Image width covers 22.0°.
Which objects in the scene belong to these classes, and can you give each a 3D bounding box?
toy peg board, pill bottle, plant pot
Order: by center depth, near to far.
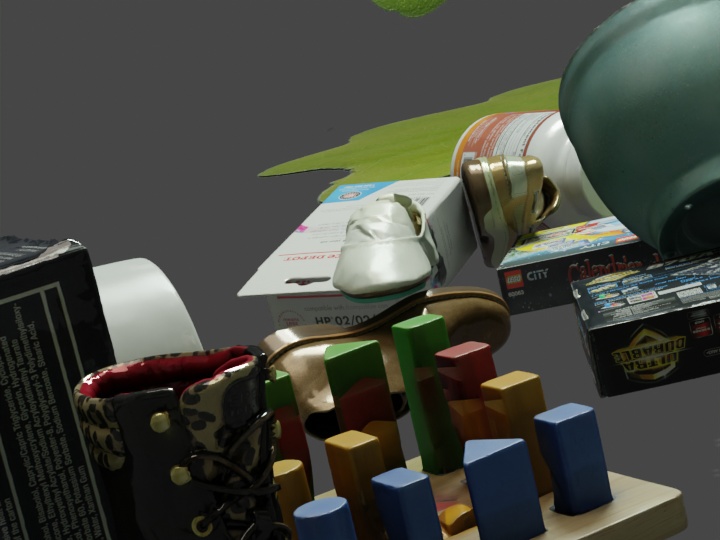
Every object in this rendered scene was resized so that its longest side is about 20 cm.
[{"bbox_3d":[0.011,0.094,0.880,0.199,0.099,0.199,-19,10,-25],"label":"toy peg board"},{"bbox_3d":[0.243,-0.080,1.247,0.198,0.135,0.201,-6,-36,-5],"label":"plant pot"},{"bbox_3d":[0.174,-0.087,1.652,0.111,0.113,0.200,-18,11,-26],"label":"pill bottle"}]

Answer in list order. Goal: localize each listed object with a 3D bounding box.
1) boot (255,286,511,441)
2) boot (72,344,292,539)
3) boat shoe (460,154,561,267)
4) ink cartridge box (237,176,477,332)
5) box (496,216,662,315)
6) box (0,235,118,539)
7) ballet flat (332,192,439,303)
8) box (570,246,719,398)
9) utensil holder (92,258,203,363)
[{"bbox_3d":[0.028,0.065,1.192,0.199,0.074,0.075,-15,38,-33],"label":"boot"},{"bbox_3d":[-0.036,0.109,0.694,0.073,0.152,0.199,-20,11,-34],"label":"boot"},{"bbox_3d":[0.129,-0.050,1.523,0.075,0.072,0.200,-17,-10,2],"label":"boat shoe"},{"bbox_3d":[0.000,0.000,1.445,0.114,0.068,0.200,-3,25,28],"label":"ink cartridge box"},{"bbox_3d":[0.210,-0.016,1.408,0.198,0.038,0.137,-12,10,14],"label":"box"},{"bbox_3d":[-0.202,0.108,0.794,0.197,0.202,0.123,-19,11,-29],"label":"box"},{"bbox_3d":[0.017,-0.019,1.263,0.069,0.070,0.200,-12,3,9],"label":"ballet flat"},{"bbox_3d":[0.233,0.019,1.144,0.198,0.046,0.159,-13,9,4],"label":"box"},{"bbox_3d":[-0.187,0.092,0.969,0.198,0.172,0.170,-16,10,-22],"label":"utensil holder"}]
